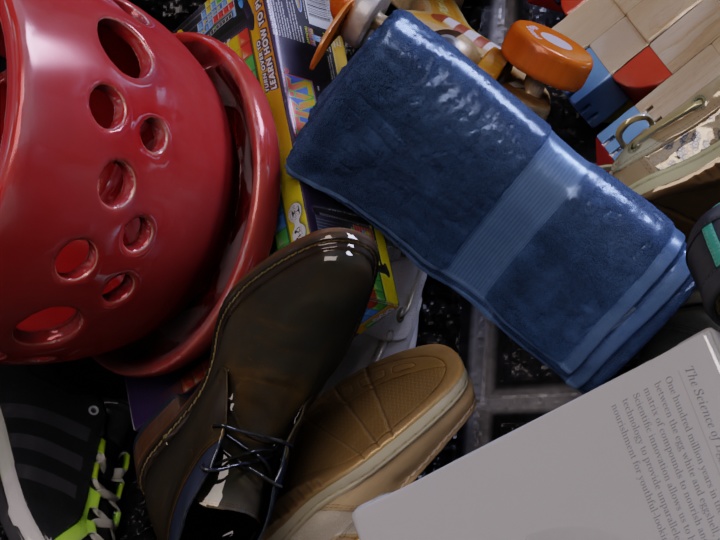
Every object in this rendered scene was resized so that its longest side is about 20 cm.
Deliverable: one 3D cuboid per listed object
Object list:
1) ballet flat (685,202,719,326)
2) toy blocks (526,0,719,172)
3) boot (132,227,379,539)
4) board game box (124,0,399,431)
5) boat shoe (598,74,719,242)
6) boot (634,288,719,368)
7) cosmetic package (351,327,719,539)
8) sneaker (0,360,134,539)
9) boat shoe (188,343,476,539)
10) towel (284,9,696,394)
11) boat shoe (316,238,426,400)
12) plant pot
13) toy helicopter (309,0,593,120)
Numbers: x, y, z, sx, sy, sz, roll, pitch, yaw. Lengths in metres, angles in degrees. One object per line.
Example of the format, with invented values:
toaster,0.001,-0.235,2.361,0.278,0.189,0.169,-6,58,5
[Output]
ballet flat,0.226,0.044,1.334,0.073,0.200,0.073,-46,19,21
toy blocks,0.154,-0.126,1.549,0.137,0.100,0.200,-38,50,8
boot,-0.044,0.074,1.425,0.200,0.074,0.097,-54,31,35
board game box,-0.067,-0.035,1.544,0.165,0.057,0.201,-37,54,38
boat shoe,0.179,-0.059,1.460,0.200,0.073,0.063,-31,48,20
boot,0.230,0.036,1.462,0.199,0.068,0.131,7,63,19
cosmetic package,0.134,0.165,1.361,0.199,0.123,0.200,-28,67,22
sneaker,-0.151,0.099,1.545,0.083,0.072,0.201,-28,61,2
boat shoe,-0.015,0.120,1.496,0.200,0.069,0.074,-40,31,4
towel,0.064,-0.032,1.432,0.200,0.112,0.049,39,46,-1
boat shoe,0.000,0.000,1.544,0.071,0.069,0.201,15,73,19
plant pot,-0.151,-0.049,1.459,0.200,0.182,0.202,-15,70,49
toy helicopter,0.034,-0.122,1.534,0.200,0.132,0.079,-108,42,-65
